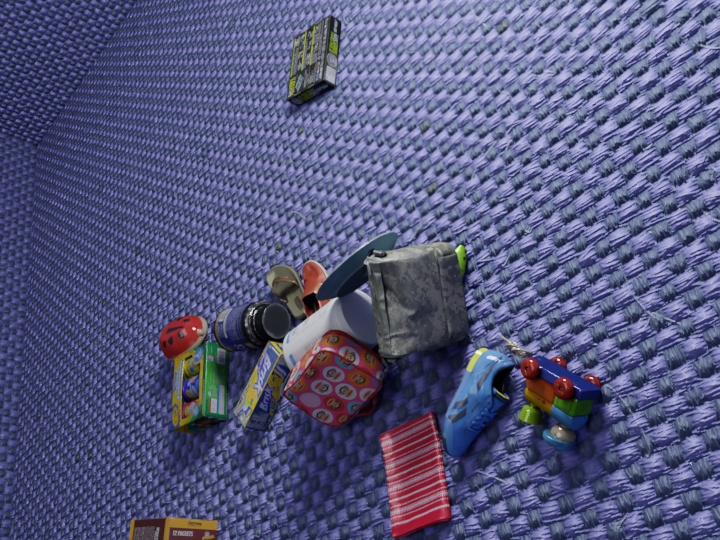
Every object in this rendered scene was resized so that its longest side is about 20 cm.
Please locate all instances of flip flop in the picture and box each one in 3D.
[{"bbox_3d":[-0.180,0.048,1.819,0.081,0.057,0.200,-57,41,16],"label":"flip flop"}]

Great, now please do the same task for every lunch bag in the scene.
[{"bbox_3d":[0.091,0.051,1.371,0.138,0.167,0.202,-1,100,43],"label":"lunch bag"},{"bbox_3d":[-0.041,0.226,1.505,0.200,0.175,0.082,-48,14,37],"label":"lunch bag"}]

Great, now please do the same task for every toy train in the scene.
[{"bbox_3d":[0.282,0.194,1.215,0.200,0.084,0.117,30,111,50],"label":"toy train"}]

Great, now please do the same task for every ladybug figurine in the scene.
[{"bbox_3d":[-0.500,0.183,2.108,0.199,0.072,0.137,-21,43,43],"label":"ladybug figurine"}]

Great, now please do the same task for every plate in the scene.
[{"bbox_3d":[0.000,0.000,1.446,0.026,0.200,0.200,50,117,14],"label":"plate"}]

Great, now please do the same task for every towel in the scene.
[{"bbox_3d":[0.098,0.378,1.391,0.144,0.022,0.202,-32,53,37],"label":"towel"}]

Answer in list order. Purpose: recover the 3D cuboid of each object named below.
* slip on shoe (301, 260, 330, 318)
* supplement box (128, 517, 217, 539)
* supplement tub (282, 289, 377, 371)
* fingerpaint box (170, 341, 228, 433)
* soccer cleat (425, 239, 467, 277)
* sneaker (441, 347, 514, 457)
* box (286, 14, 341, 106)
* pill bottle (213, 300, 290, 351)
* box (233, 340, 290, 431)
[{"bbox_3d":[-0.105,0.055,1.728,0.074,0.061,0.201,-42,46,32],"label":"slip on shoe"},{"bbox_3d":[-0.460,0.704,1.816,0.199,0.132,0.199,-21,59,43],"label":"supplement box"},{"bbox_3d":[-0.058,0.142,1.583,0.199,0.131,0.133,-36,50,34],"label":"supplement tub"},{"bbox_3d":[-0.424,0.309,1.984,0.166,0.073,0.202,-27,55,41],"label":"fingerpaint box"},{"bbox_3d":[0.128,-0.020,1.493,0.199,0.067,0.082,6,70,44],"label":"soccer cleat"},{"bbox_3d":[0.203,0.235,1.293,0.078,0.066,0.202,25,94,47],"label":"sneaker"},{"bbox_3d":[-0.124,-0.560,2.017,0.159,0.044,0.202,-16,63,46],"label":"box"},{"bbox_3d":[-0.263,0.135,1.839,0.199,0.111,0.113,-14,65,46],"label":"pill bottle"},{"bbox_3d":[-0.219,0.271,1.770,0.070,0.064,0.201,37,103,49],"label":"box"}]
